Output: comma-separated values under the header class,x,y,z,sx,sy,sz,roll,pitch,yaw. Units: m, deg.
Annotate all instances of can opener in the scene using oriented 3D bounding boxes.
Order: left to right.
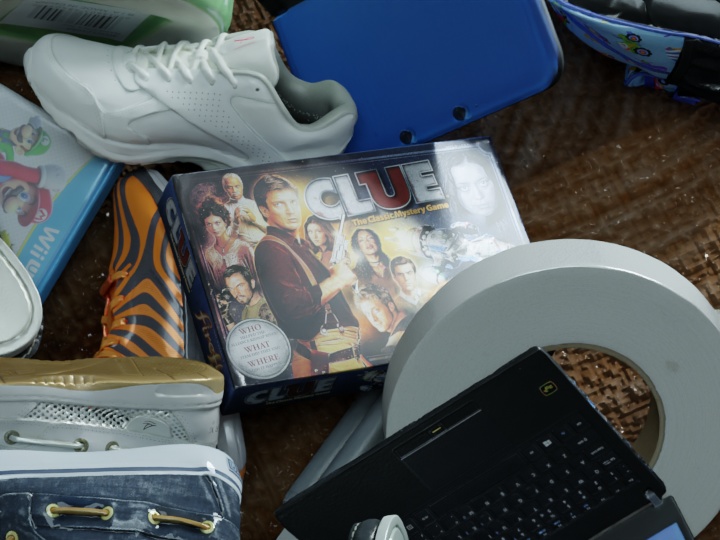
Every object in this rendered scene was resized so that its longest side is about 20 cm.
class,x,y,z,sx,sy,sz,roll,pitch,yaw
can opener,-0.012,0.135,1.571,0.066,0.053,0.201,39,72,-23

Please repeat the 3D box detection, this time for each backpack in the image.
class,x,y,z,sx,sy,sz,roll,pitch,yaw
backpack,0.188,-0.191,1.642,0.199,0.135,0.184,11,70,3

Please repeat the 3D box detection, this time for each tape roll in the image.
class,x,y,z,sx,sy,sz,roll,pitch,yaw
tape roll,0.112,0.079,1.523,0.201,0.204,0.037,-5,25,-2

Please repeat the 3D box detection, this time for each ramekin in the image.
class,x,y,z,sx,sy,sz,roll,pitch,yaw
ramekin,-0.162,-0.184,1.610,0.199,0.200,0.098,1,76,0

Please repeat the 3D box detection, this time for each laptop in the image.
class,x,y,z,sx,sy,sz,roll,pitch,yaw
laptop,0.084,0.173,1.484,0.177,0.200,0.104,-33,32,16

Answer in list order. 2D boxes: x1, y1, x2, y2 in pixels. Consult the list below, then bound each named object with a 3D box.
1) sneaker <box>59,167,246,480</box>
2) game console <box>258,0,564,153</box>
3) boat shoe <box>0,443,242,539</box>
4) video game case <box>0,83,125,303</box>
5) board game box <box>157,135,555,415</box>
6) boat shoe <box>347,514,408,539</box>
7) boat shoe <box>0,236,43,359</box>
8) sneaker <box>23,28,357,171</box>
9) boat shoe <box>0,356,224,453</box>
class,x,y,z,sx,sy,sz,roll,pitch,yaw
sneaker,-0.138,0.039,1.575,0.111,0.078,0.201,-9,67,-16
game console,0.045,-0.174,1.628,0.118,0.199,0.171,48,48,-21
boat shoe,-0.158,0.144,1.432,0.199,0.071,0.091,-7,49,2
video game case,-0.254,-0.052,1.627,0.199,0.018,0.144,31,89,13
board game box,0.000,0.000,1.567,0.199,0.035,0.136,-9,63,-23
boat shoe,-0.006,0.216,1.470,0.060,0.201,0.076,7,24,14
boat shoe,-0.241,-0.029,1.582,0.074,0.060,0.200,-32,77,-18
sneaker,-0.091,-0.107,1.596,0.199,0.100,0.078,16,39,-23
boat shoe,-0.172,0.084,1.480,0.199,0.071,0.070,1,101,-8
